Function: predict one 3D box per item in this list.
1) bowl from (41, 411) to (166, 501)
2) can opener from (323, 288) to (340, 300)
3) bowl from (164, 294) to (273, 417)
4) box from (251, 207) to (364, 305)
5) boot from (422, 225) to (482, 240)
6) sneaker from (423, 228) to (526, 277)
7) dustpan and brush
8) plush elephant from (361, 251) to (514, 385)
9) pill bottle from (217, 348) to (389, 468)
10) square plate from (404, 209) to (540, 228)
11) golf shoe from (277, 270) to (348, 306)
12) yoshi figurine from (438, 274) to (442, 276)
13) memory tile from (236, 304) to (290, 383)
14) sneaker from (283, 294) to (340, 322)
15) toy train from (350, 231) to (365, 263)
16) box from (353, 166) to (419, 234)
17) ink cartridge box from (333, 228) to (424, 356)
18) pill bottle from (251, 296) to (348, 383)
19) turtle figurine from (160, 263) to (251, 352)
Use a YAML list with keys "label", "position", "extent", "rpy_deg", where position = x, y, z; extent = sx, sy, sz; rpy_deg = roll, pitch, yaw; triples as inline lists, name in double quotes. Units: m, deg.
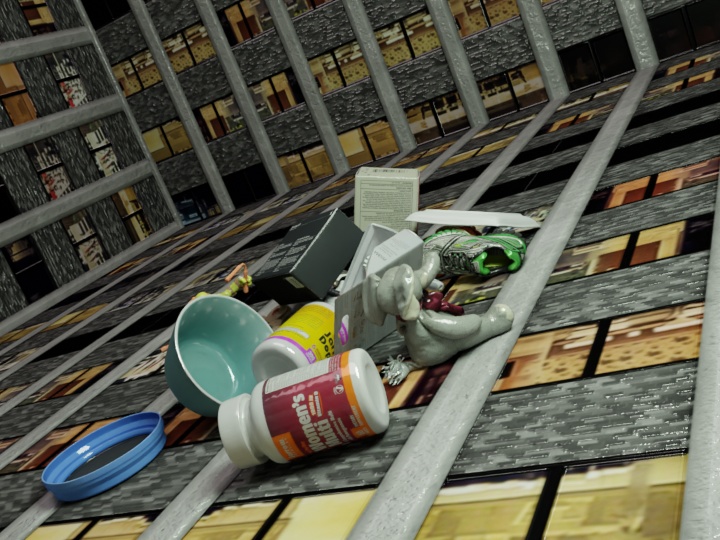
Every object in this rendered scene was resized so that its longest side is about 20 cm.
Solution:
- label: "bowl"
  position: [-0.398, 0.292, 1.310]
  extent: [0.199, 0.040, 0.201]
  rpy_deg: [-22, 14, 6]
- label: "can opener"
  position: [-0.093, 0.034, 1.574]
  extent: [0.199, 0.067, 0.053]
  rpy_deg: [23, 35, 17]
- label: "bowl"
  position: [-0.228, 0.150, 1.316]
  extent: [0.105, 0.201, 0.201]
  rpy_deg: [-40, 1, 36]
- label: "box"
  position: [-0.092, -0.020, 1.442]
  extent: [0.142, 0.079, 0.200]
  rpy_deg: [-57, 18, -18]
- label: "boot"
  position: [0.196, -0.060, 1.600]
  extent: [0.107, 0.076, 0.200]
  rpy_deg: [-19, 4, -15]
- label: "sneaker"
  position: [0.188, -0.027, 1.458]
  extent: [0.199, 0.079, 0.085]
  rpy_deg: [-8, 21, 17]
- label: "dustpan and brush"
  position: [0.069, 0.007, 1.429]
  extent: [0.057, 0.140, 0.199]
  rpy_deg: [30, 12, 39]
- label: "plush elephant"
  position: [0.085, 0.049, 1.199]
  extent: [0.199, 0.156, 0.164]
  rpy_deg: [-29, 15, -27]
- label: "pill bottle"
  position: [-0.072, 0.179, 1.057]
  extent: [0.199, 0.110, 0.110]
  rpy_deg: [-20, 14, 11]
- label: "square plate"
  position: [0.217, -0.099, 1.590]
  extent: [0.199, 0.029, 0.198]
  rpy_deg: [5, 4, 34]
- label: "golf shoe"
  position: [-0.075, 0.050, 1.636]
  extent: [0.200, 0.078, 0.094]
  rpy_deg: [-34, 18, -35]
- label: "yoshi figurine"
  position: [0.072, 0.021, 1.531]
  extent: [0.112, 0.113, 0.199]
  rpy_deg: [38, 35, 29]
- label: "memory tile"
  position: [-0.200, 0.141, 1.474]
  extent: [0.153, 0.017, 0.200]
  rpy_deg: [-29, 25, 22]
- label: "sneaker"
  position: [-0.082, 0.090, 1.509]
  extent: [0.199, 0.071, 0.080]
  rpy_deg: [-17, 17, 23]
- label: "toy train"
  position: [0.000, 0.000, 1.534]
  extent: [0.034, 0.201, 0.046]
  rpy_deg: [8, 54, 13]
- label: "box"
  position: [0.053, -0.100, 1.673]
  extent: [0.127, 0.201, 0.109]
  rpy_deg: [3, 16, 4]
- label: "ink cartridge box"
  position: [0.017, 0.046, 1.324]
  extent: [0.199, 0.163, 0.057]
  rpy_deg: [-28, 49, -31]
- label: "pill bottle"
  position: [-0.081, 0.116, 1.326]
  extent: [0.104, 0.105, 0.200]
  rpy_deg: [-14, 17, 33]
- label: "turtle figurine"
  position: [-0.255, 0.084, 1.438]
  extent: [0.064, 0.162, 0.200]
  rpy_deg: [31, 73, 30]
